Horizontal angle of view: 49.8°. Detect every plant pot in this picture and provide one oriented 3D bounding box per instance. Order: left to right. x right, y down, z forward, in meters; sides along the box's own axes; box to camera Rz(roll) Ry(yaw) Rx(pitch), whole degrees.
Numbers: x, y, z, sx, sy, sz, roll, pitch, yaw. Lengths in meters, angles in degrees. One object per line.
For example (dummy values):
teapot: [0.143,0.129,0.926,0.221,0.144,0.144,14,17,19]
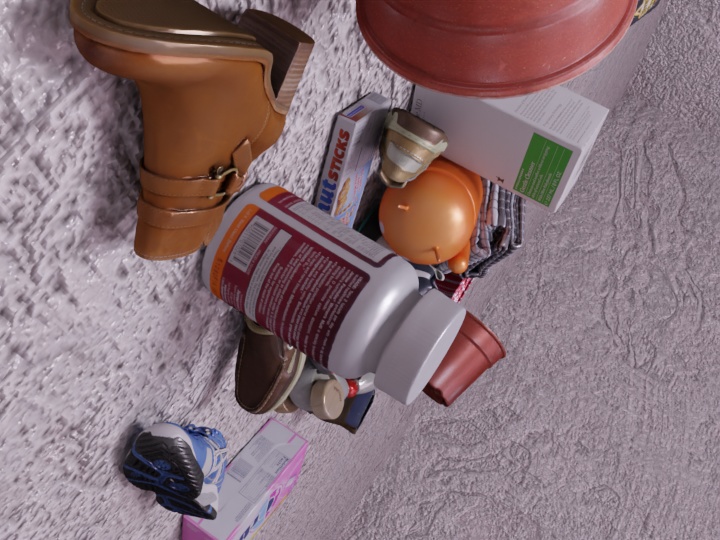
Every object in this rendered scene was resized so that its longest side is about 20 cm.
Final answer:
plant pot: [0.222,0.218,1.929,0.195,0.201,0.201,-46,163,-14]
plant pot: [0.083,-0.248,0.477,0.201,0.201,0.195,-54,158,-19]

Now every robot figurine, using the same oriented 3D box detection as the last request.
robot figurine: [0.085,-0.080,0.939,0.200,0.116,0.144,-60,159,-63]

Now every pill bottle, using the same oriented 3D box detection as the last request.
pill bottle: [-0.022,0.019,0.639,0.110,0.200,0.110,-53,164,-21]

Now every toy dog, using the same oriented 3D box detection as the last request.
toy dog: [-0.040,0.129,1.023,0.200,0.132,0.097,-22,110,-79]

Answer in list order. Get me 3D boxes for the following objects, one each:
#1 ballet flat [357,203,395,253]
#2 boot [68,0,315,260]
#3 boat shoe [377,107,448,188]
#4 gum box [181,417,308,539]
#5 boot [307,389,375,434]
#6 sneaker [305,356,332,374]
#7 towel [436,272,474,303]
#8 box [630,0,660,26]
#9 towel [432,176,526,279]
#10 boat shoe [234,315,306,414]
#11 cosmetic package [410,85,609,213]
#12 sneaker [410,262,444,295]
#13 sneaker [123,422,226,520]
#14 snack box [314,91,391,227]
ballet flat: [0.000,0.000,0.942,0.200,0.068,0.068,-50,162,-31]
boot: [-0.104,-0.073,0.444,0.155,0.074,0.200,-60,164,21]
boat shoe: [0.044,-0.123,0.805,0.076,0.072,0.200,-61,176,11]
gum box: [-0.152,0.303,1.048,0.200,0.066,0.114,-46,160,-43]
boot: [0.001,0.156,1.204,0.200,0.097,0.075,-53,165,-19]
sneaker: [0.009,0.062,0.961,0.098,0.071,0.200,-26,-176,40]
towel: [0.113,-0.007,1.191,0.200,0.145,0.022,-57,138,-8]
box: [0.179,-0.319,0.638,0.050,0.200,0.198,-37,165,5]
towel: [0.171,-0.094,1.080,0.166,0.085,0.200,141,-43,-68]
boat shoe: [-0.090,0.051,0.756,0.075,0.075,0.203,-8,118,-63]
cosmetic package: [0.161,-0.167,0.880,0.085,0.200,0.108,-51,162,-33]
sneaker: [0.046,0.062,1.098,0.199,0.129,0.079,-59,164,0]
sneaker: [-0.174,0.181,0.754,0.200,0.076,0.077,95,7,-60]
snack box: [-0.019,-0.082,0.798,0.072,0.024,0.200,-46,161,-47]
